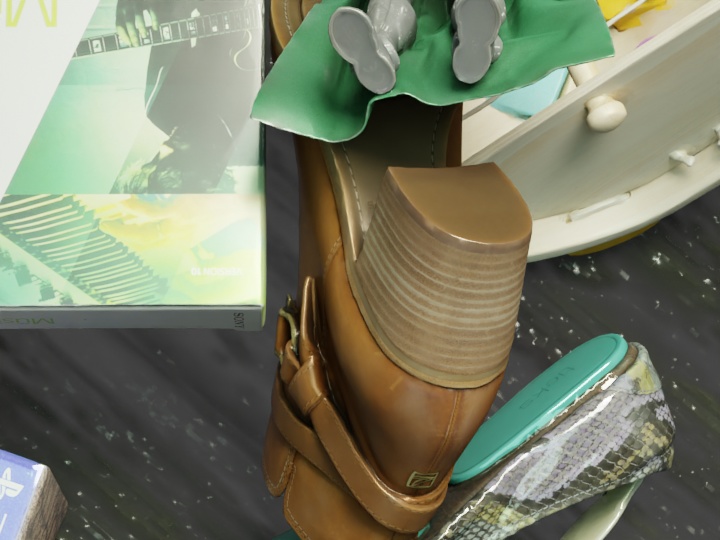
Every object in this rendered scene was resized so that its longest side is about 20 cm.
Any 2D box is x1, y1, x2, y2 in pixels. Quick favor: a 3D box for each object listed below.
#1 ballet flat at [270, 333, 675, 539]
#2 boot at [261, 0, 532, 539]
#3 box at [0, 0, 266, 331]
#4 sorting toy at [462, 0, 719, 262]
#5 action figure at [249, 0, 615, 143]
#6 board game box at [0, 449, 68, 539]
[{"bbox_3d":[0.034,0.101,0.970,0.200,0.072,0.072,-32,80,-8],"label":"ballet flat"},{"bbox_3d":[0.000,0.000,0.933,0.077,0.155,0.200,-2,37,-26],"label":"boot"},{"bbox_3d":[-0.104,-0.078,0.917,0.144,0.036,0.200,-1,77,-2],"label":"box"},{"bbox_3d":[0.088,-0.118,0.992,0.200,0.107,0.180,-32,63,29],"label":"sorting toy"},{"bbox_3d":[0.029,-0.112,0.913,0.118,0.200,0.055,-5,116,8],"label":"action figure"},{"bbox_3d":[-0.227,0.119,0.937,0.200,0.097,0.160,18,77,2],"label":"board game box"}]
